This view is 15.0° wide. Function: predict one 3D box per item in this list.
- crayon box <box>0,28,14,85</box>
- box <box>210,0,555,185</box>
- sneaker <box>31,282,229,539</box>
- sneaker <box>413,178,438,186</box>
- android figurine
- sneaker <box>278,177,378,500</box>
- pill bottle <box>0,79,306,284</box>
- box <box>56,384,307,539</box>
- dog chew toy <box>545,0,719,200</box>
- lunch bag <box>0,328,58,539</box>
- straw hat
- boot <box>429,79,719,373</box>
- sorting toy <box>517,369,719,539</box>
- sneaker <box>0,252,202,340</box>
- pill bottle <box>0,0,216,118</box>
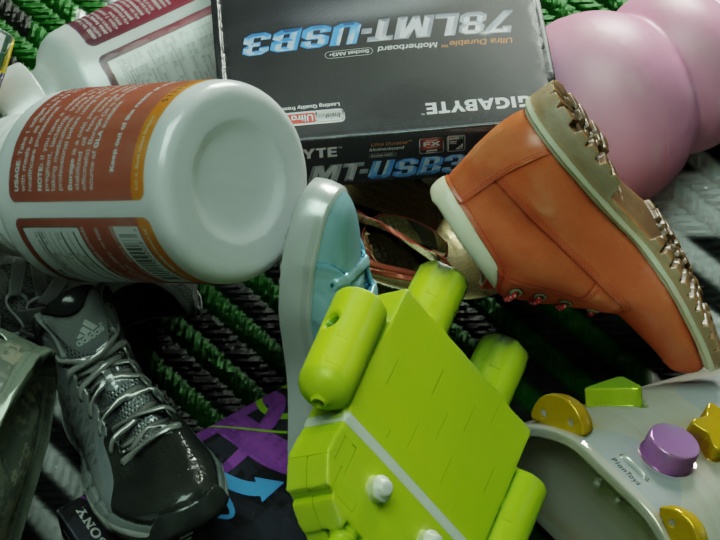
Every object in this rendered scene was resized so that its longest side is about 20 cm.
[{"bbox_3d":[-0.294,-0.040,1.656,0.058,0.172,0.200,29,50,-22],"label":"crayon box"},{"bbox_3d":[0.011,-0.137,1.637,0.199,0.050,0.199,-5,47,-1],"label":"box"},{"bbox_3d":[-0.144,0.070,1.548,0.075,0.116,0.200,-27,29,-14],"label":"sneaker"},{"bbox_3d":[0.018,-0.110,1.724,0.106,0.075,0.200,2,27,9],"label":"sneaker"},{"bbox_3d":[0.028,0.096,1.449,0.041,0.182,0.200,-14,37,41],"label":"android figurine"},{"bbox_3d":[0.004,0.044,1.511,0.082,0.200,0.074,5,26,16],"label":"sneaker"},{"bbox_3d":[-0.133,-0.049,1.538,0.200,0.112,0.112,1,45,47],"label":"pill bottle"},{"bbox_3d":[-0.056,0.148,1.573,0.200,0.036,0.143,-29,56,-15],"label":"box"},{"bbox_3d":[0.188,-0.121,1.710,0.200,0.125,0.125,-29,55,-26],"label":"dog chew toy"},{"bbox_3d":[-0.270,0.108,1.516,0.164,0.118,0.200,18,99,17],"label":"lunch bag"},{"bbox_3d":[0.000,0.000,1.643,0.201,0.085,0.201,16,24,-7],"label":"straw hat"},{"bbox_3d":[0.127,-0.004,1.568,0.107,0.200,0.075,-36,17,12],"label":"boot"},{"bbox_3d":[0.196,0.116,1.554,0.180,0.107,0.200,-21,51,-35],"label":"sorting toy"},{"bbox_3d":[-0.191,0.015,1.662,0.200,0.075,0.082,-16,56,-5],"label":"sneaker"},{"bbox_3d":[-0.138,-0.120,1.739,0.200,0.110,0.110,-27,55,-15],"label":"pill bottle"}]
